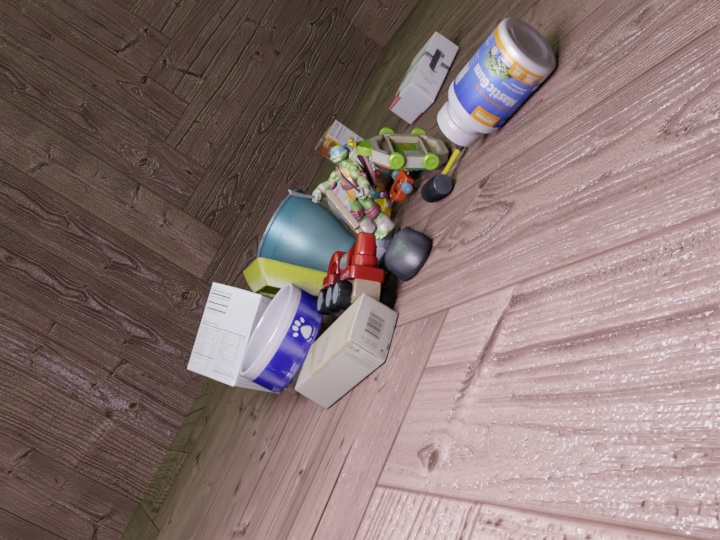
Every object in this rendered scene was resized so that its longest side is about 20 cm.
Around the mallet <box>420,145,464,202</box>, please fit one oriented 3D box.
[{"bbox_3d":[0.178,-0.213,1.239,0.202,0.041,0.066,-58,11,-10],"label":"mallet"}]

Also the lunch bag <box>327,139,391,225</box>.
[{"bbox_3d":[0.004,-0.218,1.697,0.171,0.126,0.201,-57,8,24],"label":"lunch bag"}]

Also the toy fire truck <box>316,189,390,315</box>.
[{"bbox_3d":[-0.022,-0.025,1.212,0.176,0.126,0.204,152,126,-71],"label":"toy fire truck"}]

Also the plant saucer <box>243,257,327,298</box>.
[{"bbox_3d":[-0.145,0.032,1.452,0.200,0.196,0.049,155,127,-69],"label":"plant saucer"}]

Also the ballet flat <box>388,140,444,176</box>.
[{"bbox_3d":[0.109,-0.247,1.484,0.068,0.075,0.200,-59,12,-21],"label":"ballet flat"}]

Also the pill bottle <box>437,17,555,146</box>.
[{"bbox_3d":[0.213,-0.298,1.111,0.200,0.111,0.113,-47,17,44],"label":"pill bottle"}]

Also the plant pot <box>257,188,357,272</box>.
[{"bbox_3d":[-0.111,-0.055,1.586,0.202,0.186,0.200,-59,-7,-12],"label":"plant pot"}]

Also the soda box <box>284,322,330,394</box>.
[{"bbox_3d":[-0.111,0.178,1.374,0.200,0.068,0.064,-44,20,48],"label":"soda box"}]

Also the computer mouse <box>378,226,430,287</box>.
[{"bbox_3d":[0.065,-0.030,1.212,0.140,0.052,0.200,-60,12,-6],"label":"computer mouse"}]

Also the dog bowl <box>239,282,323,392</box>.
[{"bbox_3d":[-0.153,0.130,1.319,0.201,0.078,0.201,-53,16,23],"label":"dog bowl"}]

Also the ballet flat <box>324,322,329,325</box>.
[{"bbox_3d":[-0.114,0.156,1.495,0.199,0.067,0.074,162,119,-66],"label":"ballet flat"}]

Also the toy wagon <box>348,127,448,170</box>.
[{"bbox_3d":[0.072,-0.241,1.349,0.156,0.196,0.040,-101,12,-59],"label":"toy wagon"}]

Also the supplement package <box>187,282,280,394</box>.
[{"bbox_3d":[-0.258,0.158,1.553,0.191,0.145,0.204,27,-103,-60],"label":"supplement package"}]

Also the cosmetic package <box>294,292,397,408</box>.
[{"bbox_3d":[-0.026,0.138,1.135,0.200,0.072,0.105,-46,18,44],"label":"cosmetic package"}]

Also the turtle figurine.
[{"bbox_3d":[-0.030,-0.135,1.355,0.142,0.195,0.201,-24,25,24],"label":"turtle figurine"}]

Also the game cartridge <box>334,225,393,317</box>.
[{"bbox_3d":[0.000,0.000,1.440,0.201,0.041,0.134,-52,10,30],"label":"game cartridge"}]

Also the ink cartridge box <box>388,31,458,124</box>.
[{"bbox_3d":[0.174,-0.527,1.861,0.202,0.083,0.144,-64,13,-23],"label":"ink cartridge box"}]

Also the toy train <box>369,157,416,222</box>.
[{"bbox_3d":[0.065,-0.185,1.507,0.152,0.055,0.201,-66,31,21],"label":"toy train"}]

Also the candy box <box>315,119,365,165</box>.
[{"bbox_3d":[-0.015,-0.312,1.838,0.057,0.198,0.116,-61,13,-20],"label":"candy box"}]
